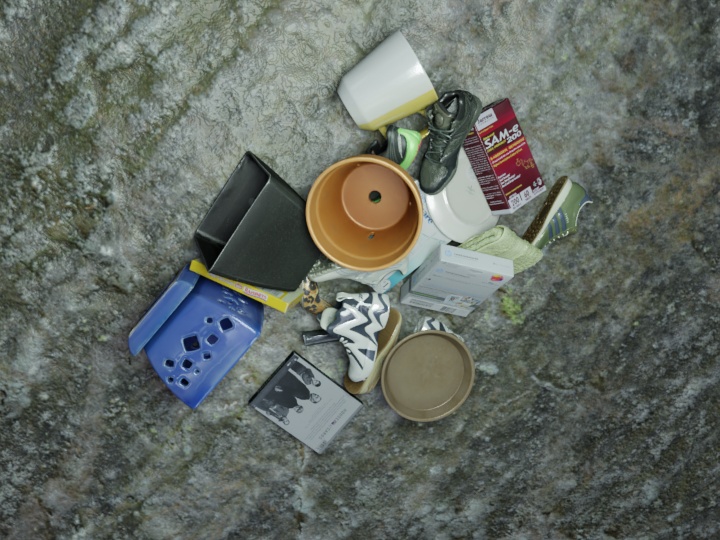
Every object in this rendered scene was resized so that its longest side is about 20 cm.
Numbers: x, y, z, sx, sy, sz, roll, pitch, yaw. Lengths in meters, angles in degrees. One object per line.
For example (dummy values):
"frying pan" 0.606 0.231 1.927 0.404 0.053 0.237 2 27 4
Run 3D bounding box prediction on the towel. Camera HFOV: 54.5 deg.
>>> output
"towel" 0.250 -0.015 1.405 0.148 0.037 0.200 26 138 -35

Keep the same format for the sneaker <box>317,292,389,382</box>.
"sneaker" -0.029 0.126 1.374 0.129 0.080 0.199 12 123 -9

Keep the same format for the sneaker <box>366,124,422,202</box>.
"sneaker" 0.046 -0.204 1.324 0.084 0.077 0.200 29 139 -5

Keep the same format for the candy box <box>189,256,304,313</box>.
"candy box" -0.213 0.019 1.324 0.200 0.102 0.026 24 104 7

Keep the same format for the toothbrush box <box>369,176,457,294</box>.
"toothbrush box" 0.067 -0.071 1.394 0.200 0.085 0.146 -38 110 1

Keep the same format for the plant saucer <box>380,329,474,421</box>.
"plant saucer" 0.137 0.214 1.440 0.200 0.029 0.201 -2 103 -9

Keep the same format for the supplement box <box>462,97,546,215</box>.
"supplement box" 0.276 -0.222 1.372 0.109 0.061 0.200 -33 104 -25

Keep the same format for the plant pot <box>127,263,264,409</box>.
"plant pot" -0.313 0.106 1.321 0.180 0.200 0.200 40 96 -12

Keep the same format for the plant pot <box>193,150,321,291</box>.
"plant pot" -0.171 -0.074 1.300 0.177 0.200 0.200 30 99 -28

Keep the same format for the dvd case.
"dvd case" -0.115 0.285 1.497 0.200 0.025 0.150 40 96 -19

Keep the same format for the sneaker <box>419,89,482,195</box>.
"sneaker" 0.144 -0.237 1.274 0.114 0.076 0.200 4 116 -57

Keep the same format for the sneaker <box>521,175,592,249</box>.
"sneaker" 0.411 -0.090 1.460 0.090 0.067 0.200 28 96 -12

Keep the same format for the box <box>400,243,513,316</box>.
"box" 0.187 0.024 1.398 0.156 0.200 0.041 12 61 -15

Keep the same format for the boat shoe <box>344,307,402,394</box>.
"boat shoe" 0.035 0.170 1.476 0.064 0.071 0.200 18 105 -51

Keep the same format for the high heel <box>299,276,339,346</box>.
"high heel" -0.054 0.057 1.417 0.142 0.071 0.200 -9 117 -9

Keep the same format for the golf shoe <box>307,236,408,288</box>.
"golf shoe" 0.000 0.000 1.321 0.200 0.078 0.097 -18 115 -3

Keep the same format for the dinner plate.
"dinner plate" 0.212 -0.154 1.381 0.200 0.024 0.201 3 85 -33

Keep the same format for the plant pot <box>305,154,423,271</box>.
"plant pot" 0.015 -0.115 1.234 0.200 0.140 0.201 3 111 8

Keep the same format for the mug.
"mug" 0.052 -0.320 1.287 0.153 0.149 0.187 -30 90 8

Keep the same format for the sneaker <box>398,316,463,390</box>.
"sneaker" 0.153 0.208 1.494 0.129 0.079 0.200 22 91 -7
